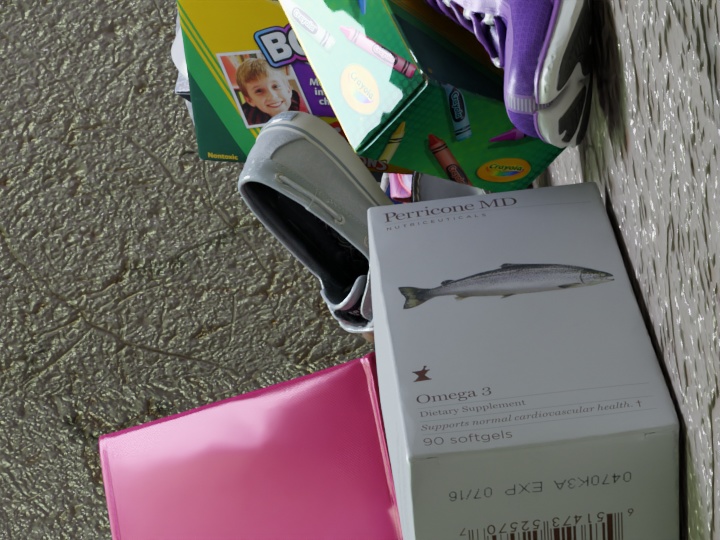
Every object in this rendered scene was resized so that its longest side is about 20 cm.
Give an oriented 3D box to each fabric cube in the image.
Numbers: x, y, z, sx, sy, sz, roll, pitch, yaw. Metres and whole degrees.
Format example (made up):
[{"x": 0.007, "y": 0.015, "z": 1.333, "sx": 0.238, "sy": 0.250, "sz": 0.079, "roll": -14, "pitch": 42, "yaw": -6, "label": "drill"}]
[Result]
[{"x": -0.006, "y": 0.170, "z": 1.356, "sx": 0.199, "sy": 0.198, "sz": 0.198, "roll": 11, "pitch": -116, "yaw": -57, "label": "fabric cube"}]

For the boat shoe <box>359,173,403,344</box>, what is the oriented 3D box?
[{"x": 0.037, "y": -0.030, "z": 1.540, "sx": 0.200, "sy": 0.072, "sz": 0.073, "roll": -55, "pitch": -14, "yaw": -45, "label": "boat shoe"}]

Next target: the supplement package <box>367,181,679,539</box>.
[{"x": 0.070, "y": 0.064, "z": 1.037, "sx": 0.201, "sy": 0.116, "sz": 0.118, "roll": -100, "pitch": 3, "yaw": -57, "label": "supplement package"}]

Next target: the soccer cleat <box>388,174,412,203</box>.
[{"x": 0.038, "y": -0.087, "z": 1.470, "sx": 0.201, "sy": 0.076, "sz": 0.067, "roll": 63, "pitch": 180, "yaw": 19, "label": "soccer cleat"}]

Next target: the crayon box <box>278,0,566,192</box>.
[{"x": 0.018, "y": -0.137, "z": 1.162, "sx": 0.118, "sy": 0.058, "sz": 0.201, "roll": 12, "pitch": -138, "yaw": -45, "label": "crayon box"}]

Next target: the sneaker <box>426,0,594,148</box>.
[{"x": 0.064, "y": -0.126, "z": 1.080, "sx": 0.201, "sy": 0.083, "sz": 0.081, "roll": -99, "pitch": 3, "yaw": -51, "label": "sneaker"}]

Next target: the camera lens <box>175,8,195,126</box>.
[{"x": -0.027, "y": -0.175, "z": 1.816, "sx": 0.160, "sy": 0.198, "sz": 0.162, "roll": -6, "pitch": -90, "yaw": -71, "label": "camera lens"}]

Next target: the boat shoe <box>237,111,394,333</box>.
[{"x": 0.000, "y": -0.001, "z": 1.358, "sx": 0.201, "sy": 0.070, "sz": 0.072, "roll": 48, "pitch": -128, "yaw": -17, "label": "boat shoe"}]

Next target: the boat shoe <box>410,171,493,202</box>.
[{"x": 0.072, "y": 0.020, "z": 1.311, "sx": 0.057, "sy": 0.066, "sz": 0.202, "roll": -9, "pitch": -100, "yaw": -66, "label": "boat shoe"}]

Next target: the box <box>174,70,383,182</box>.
[{"x": -0.019, "y": -0.144, "z": 1.605, "sx": 0.200, "sy": 0.131, "sz": 0.116, "roll": 31, "pitch": -115, "yaw": -57, "label": "box"}]

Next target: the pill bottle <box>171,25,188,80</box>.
[{"x": -0.040, "y": -0.202, "z": 1.426, "sx": 0.201, "sy": 0.111, "sz": 0.112, "roll": -61, "pitch": 19, "yaw": 26, "label": "pill bottle"}]

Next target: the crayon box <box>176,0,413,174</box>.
[{"x": -0.004, "y": -0.143, "z": 1.340, "sx": 0.058, "sy": 0.198, "sz": 0.174, "roll": -69, "pitch": -22, "yaw": -50, "label": "crayon box"}]
